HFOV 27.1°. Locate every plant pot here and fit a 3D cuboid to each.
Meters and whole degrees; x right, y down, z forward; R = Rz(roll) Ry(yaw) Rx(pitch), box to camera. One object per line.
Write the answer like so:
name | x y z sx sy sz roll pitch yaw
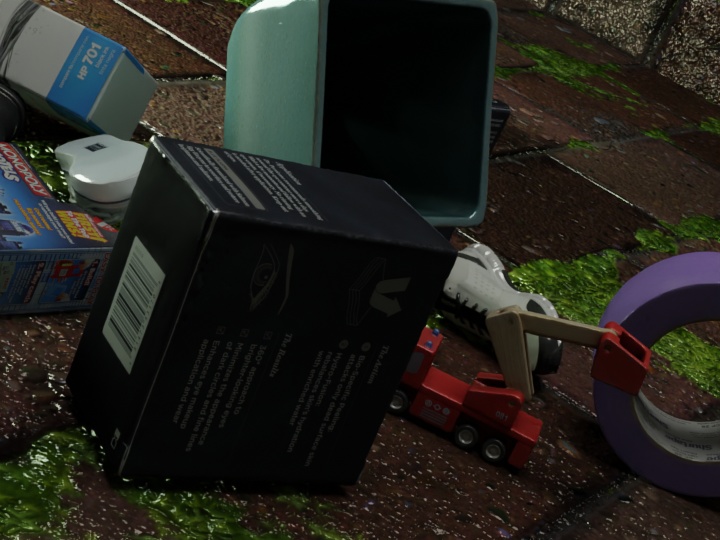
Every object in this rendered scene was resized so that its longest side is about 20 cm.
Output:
plant pot | -0.021 -0.144 1.317 0.195 0.198 0.199 -2 7 -39

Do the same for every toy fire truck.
toy fire truck | 0.120 0.081 1.223 0.199 0.142 0.049 26 21 5

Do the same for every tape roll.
tape roll | 0.304 0.091 1.317 0.199 0.201 0.085 24 20 -1

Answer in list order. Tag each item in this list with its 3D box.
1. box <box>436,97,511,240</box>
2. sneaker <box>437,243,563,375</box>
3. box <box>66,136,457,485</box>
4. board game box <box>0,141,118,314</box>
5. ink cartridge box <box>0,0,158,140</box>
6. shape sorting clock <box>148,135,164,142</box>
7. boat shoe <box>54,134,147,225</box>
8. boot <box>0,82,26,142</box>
box | 0.014 -0.124 1.515 0.196 0.201 0.117 38 24 33
sneaker | 0.123 0.043 1.443 0.079 0.074 0.200 -6 29 -27
box | -0.070 0.033 1.034 0.199 0.198 0.117 9 24 -35
board game box | -0.284 -0.033 1.159 0.199 0.062 0.200 9 28 -42
ink cartridge box | -0.314 -0.206 1.458 0.199 0.086 0.146 29 -4 7
shape sorting clock | -0.113 -0.059 1.371 0.200 0.039 0.200 42 -3 3
boat shoe | -0.213 -0.071 1.278 0.073 0.066 0.200 -16 17 -12
boot | -0.395 -0.151 1.311 0.199 0.077 0.168 27 16 -10
